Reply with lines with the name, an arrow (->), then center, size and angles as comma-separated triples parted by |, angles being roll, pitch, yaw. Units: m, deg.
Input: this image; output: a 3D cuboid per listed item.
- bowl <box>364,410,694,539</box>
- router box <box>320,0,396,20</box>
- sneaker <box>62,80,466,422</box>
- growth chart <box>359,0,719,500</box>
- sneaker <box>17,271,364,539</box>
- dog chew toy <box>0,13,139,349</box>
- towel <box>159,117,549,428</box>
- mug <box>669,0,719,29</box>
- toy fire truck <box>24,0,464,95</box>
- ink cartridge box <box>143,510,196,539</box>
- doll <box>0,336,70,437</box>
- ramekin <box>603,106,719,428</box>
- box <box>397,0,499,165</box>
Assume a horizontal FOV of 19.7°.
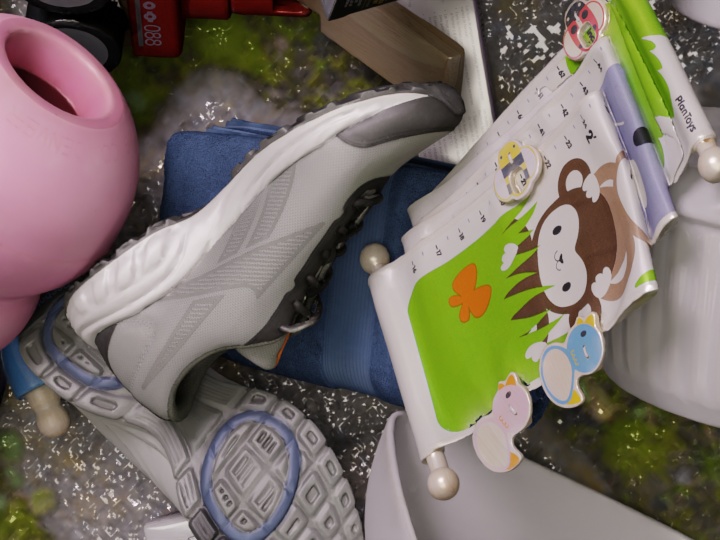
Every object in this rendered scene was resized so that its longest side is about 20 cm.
bowl -> 0.086, 0.158, 0.883 | 0.198, 0.200, 0.075 | 25, 105, -13
router box -> 0.033, -0.219, 0.830 | 0.156, 0.052, 0.202 | -17, 85, -8
sneaker -> -0.032, -0.011, 0.889 | 0.200, 0.074, 0.080 | -37, 83, 17
growth chart -> 0.070, -0.015, 0.833 | 0.200, 0.018, 0.145 | -50, 45, 28
sneaker -> -0.070, 0.079, 0.958 | 0.074, 0.087, 0.200 | -43, 74, -9
dog chew toy -> -0.185, -0.016, 0.916 | 0.124, 0.124, 0.200 | 44, 117, 3
towel -> 0.000, 0.000, 0.943 | 0.198, 0.048, 0.113 | 13, 101, 26
mug -> 0.220, -0.206, 0.872 | 0.147, 0.199, 0.177 | 23, 124, 46
toy fire truck -> -0.051, -0.149, 0.902 | 0.198, 0.177, 0.130 | 3, 61, -1
ink cartridge box -> -0.032, 0.204, 0.994 | 0.094, 0.037, 0.202 | -15, 89, 8
doll -> -0.203, 0.059, 1.002 | 0.135, 0.048, 0.202 | 15, 89, 16
ramekin -> 0.186, 0.001, 0.874 | 0.198, 0.200, 0.106 | 7, 104, 7
box -> 0.046, -0.066, 0.965 | 0.041, 0.039, 0.202 | -10, 92, 8
